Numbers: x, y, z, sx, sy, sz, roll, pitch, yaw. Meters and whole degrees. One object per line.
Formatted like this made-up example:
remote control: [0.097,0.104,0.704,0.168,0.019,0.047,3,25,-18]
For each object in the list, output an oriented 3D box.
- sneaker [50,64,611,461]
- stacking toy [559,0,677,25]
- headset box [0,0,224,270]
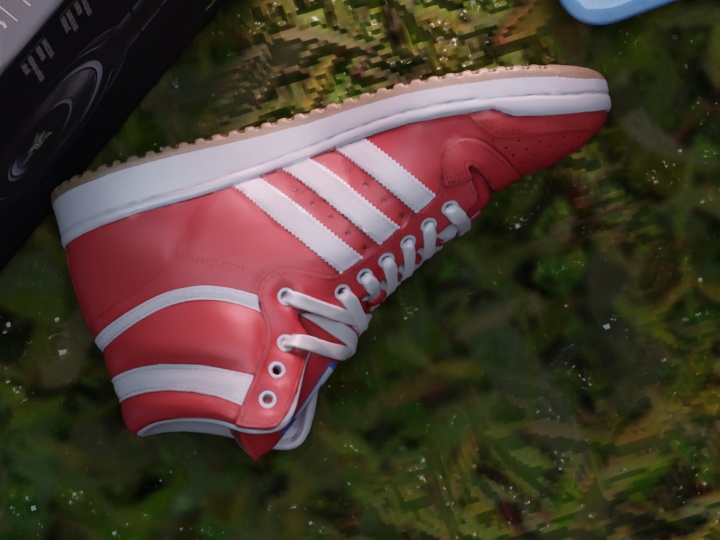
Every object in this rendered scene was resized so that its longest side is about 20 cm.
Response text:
sneaker: [0.000,0.000,0.979,0.199,0.071,0.113,-15,79,4]
stacking toy: [0.107,-0.166,0.936,0.116,0.200,0.110,-20,81,-1]
headset box: [-0.121,-0.095,0.946,0.093,0.174,0.200,38,83,7]
